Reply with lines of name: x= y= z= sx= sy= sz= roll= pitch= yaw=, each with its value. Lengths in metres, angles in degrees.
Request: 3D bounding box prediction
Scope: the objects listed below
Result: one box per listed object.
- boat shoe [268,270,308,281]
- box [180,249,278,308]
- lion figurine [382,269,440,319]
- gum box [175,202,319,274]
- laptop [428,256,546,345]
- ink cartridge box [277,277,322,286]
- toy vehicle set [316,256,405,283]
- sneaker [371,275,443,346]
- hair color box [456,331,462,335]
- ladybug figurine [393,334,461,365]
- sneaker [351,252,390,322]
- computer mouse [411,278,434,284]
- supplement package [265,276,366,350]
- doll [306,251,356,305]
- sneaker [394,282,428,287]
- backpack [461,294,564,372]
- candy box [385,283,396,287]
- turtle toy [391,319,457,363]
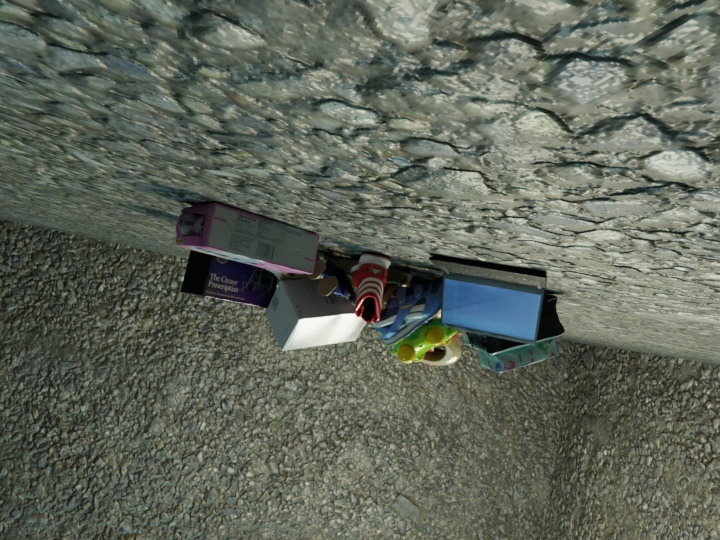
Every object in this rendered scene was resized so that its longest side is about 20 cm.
boat shoe: x=-0.147 y=-0.009 z=1.132 sx=0.069 sy=0.074 sz=0.200 roll=10 pitch=171 yaw=25
box: x=-0.269 y=-0.003 z=1.118 sx=0.078 sy=0.142 sz=0.199 roll=5 pitch=173 yaw=35
lion figurine: x=0.124 y=0.067 z=1.096 sx=0.198 sy=0.123 sz=0.073 roll=16 pitch=-141 yaw=6
gum box: x=-0.179 y=-0.048 z=0.815 sx=0.199 sy=0.067 sz=0.113 roll=16 pitch=172 yaw=-40
laptop: x=0.208 y=0.054 z=0.858 sx=0.176 sy=0.104 sz=0.200 roll=9 pitch=175 yaw=20
ink cartridge box: x=-0.186 y=0.011 z=1.414 sx=0.144 sy=0.085 sz=0.200 roll=10 pitch=175 yaw=19
toy vehicle set: x=0.000 y=0.000 z=1.185 sx=0.124 sy=0.027 sz=0.199 roll=16 pitch=173 yaw=-43
sneaker: x=0.100 y=0.064 z=1.012 sx=0.082 sy=0.200 sz=0.074 roll=49 pitch=-162 yaw=-3
hair color box: x=0.270 y=0.109 z=1.310 sx=0.063 sy=0.112 sz=0.200 roll=11 pitch=175 yaw=-1
ladybug figurine: x=0.158 y=0.163 z=1.295 sx=0.199 sy=0.072 sz=0.136 roll=23 pitch=131 yaw=3
sneaker: x=0.007 y=0.047 z=1.005 sx=0.078 sy=0.116 sz=0.200 roll=12 pitch=163 yaw=3
computer mouse: x=0.160 y=0.039 z=1.216 sx=0.198 sy=0.034 sz=0.059 roll=11 pitch=176 yaw=19
supplement package: x=-0.090 y=0.093 z=1.164 sx=0.199 sy=0.114 sz=0.110 roll=-2 pitch=-132 yaw=-38
doll: x=-0.050 y=0.019 z=1.066 sx=0.137 sy=0.048 sz=0.200 roll=53 pitch=-173 yaw=15
sneaker: x=0.105 y=0.066 z=1.265 sx=0.088 sy=0.076 sz=0.199 roll=22 pitch=-166 yaw=33
backpack: x=0.294 y=0.114 z=1.052 sx=0.176 sy=0.152 sz=0.200 roll=-13 pitch=-172 yaw=-12
candy box: x=0.119 y=0.084 z=1.384 sx=0.198 sy=0.056 sz=0.116 roll=10 pitch=-147 yaw=19
turtle toy: x=0.150 y=0.130 z=1.174 sx=0.199 sy=0.102 sz=0.146 roll=-33 pitch=164 yaw=10
